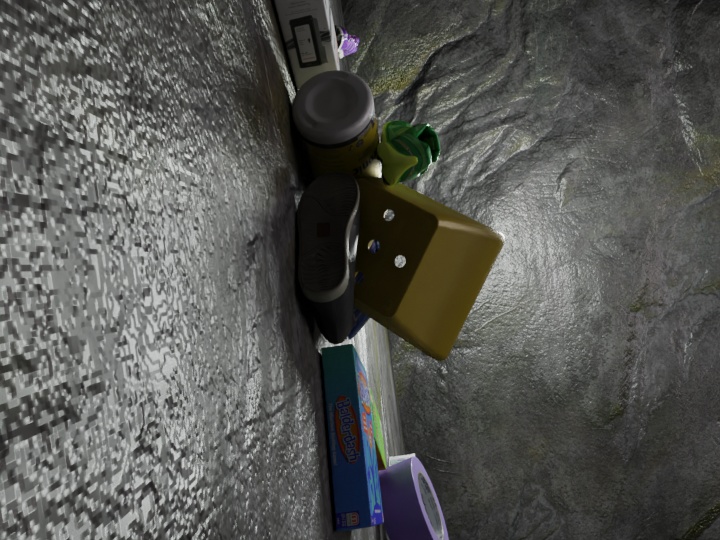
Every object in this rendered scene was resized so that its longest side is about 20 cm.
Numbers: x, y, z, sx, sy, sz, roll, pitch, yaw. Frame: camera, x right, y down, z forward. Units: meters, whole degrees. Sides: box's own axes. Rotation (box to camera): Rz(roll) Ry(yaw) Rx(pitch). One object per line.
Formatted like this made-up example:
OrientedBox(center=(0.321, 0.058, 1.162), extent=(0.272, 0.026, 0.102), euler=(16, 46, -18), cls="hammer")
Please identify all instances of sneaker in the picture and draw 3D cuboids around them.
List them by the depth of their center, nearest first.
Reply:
OrientedBox(center=(-0.037, -0.020, 0.681), extent=(0.108, 0.072, 0.204), euler=(83, 10, -50), cls="sneaker")
OrientedBox(center=(0.068, -0.161, 0.767), extent=(0.201, 0.081, 0.076), euler=(-79, 158, -65), cls="sneaker")
OrientedBox(center=(-0.046, -0.770, 1.877), extent=(0.200, 0.081, 0.083), euler=(-70, 151, -79), cls="sneaker")

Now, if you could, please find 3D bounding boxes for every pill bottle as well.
OrientedBox(center=(-0.025, -0.170, 0.800), extent=(0.201, 0.108, 0.114), euler=(74, 8, -63), cls="pill bottle")

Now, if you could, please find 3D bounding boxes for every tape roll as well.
OrientedBox(center=(0.109, 0.499, 1.163), extent=(0.200, 0.083, 0.205), euler=(-24, 91, -81), cls="tape roll")

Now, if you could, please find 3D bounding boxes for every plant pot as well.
OrientedBox(center=(0.053, -0.015, 0.771), extent=(0.204, 0.197, 0.175), euler=(-63, 153, 4), cls="plant pot")

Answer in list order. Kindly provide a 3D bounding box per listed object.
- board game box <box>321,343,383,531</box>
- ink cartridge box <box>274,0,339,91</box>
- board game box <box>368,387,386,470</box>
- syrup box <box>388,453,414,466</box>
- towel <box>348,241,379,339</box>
OrientedBox(center=(-0.009, 0.213, 0.712), extent=(0.153, 0.044, 0.206), euler=(71, 10, -68), cls="board game box")
OrientedBox(center=(-0.071, -0.341, 0.781), extent=(0.203, 0.066, 0.118), euler=(77, 6, -50), cls="ink cartridge box")
OrientedBox(center=(0.026, 0.315, 1.109), extent=(0.202, 0.029, 0.098), euler=(81, 3, -54), cls="board game box")
OrientedBox(center=(0.129, 0.625, 1.564), extent=(0.081, 0.076, 0.207), euler=(-59, 141, -83), cls="syrup box")
OrientedBox(center=(0.000, 0.000, 1.015), extent=(0.146, 0.023, 0.204), euler=(125, -31, -46), cls="towel")
